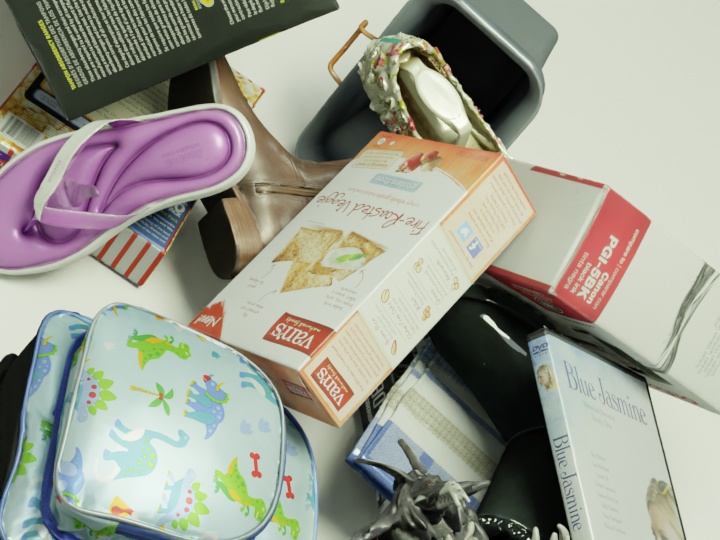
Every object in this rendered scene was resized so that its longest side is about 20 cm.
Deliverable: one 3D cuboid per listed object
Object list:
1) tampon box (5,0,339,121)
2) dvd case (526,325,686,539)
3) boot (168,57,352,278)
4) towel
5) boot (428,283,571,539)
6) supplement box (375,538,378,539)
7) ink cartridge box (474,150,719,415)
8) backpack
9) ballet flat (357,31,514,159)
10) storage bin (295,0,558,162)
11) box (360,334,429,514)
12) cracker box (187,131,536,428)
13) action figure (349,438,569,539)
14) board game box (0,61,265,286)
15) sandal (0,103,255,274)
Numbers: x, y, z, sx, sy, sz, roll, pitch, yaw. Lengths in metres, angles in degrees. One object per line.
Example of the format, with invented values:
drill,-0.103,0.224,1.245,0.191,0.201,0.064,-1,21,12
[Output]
tampon box,-0.138,-0.220,1.193,0.199,0.127,0.150,-22,38,1
dvd case,0.166,0.145,1.123,0.142,0.017,0.201,25,47,-50
boot,-0.032,-0.080,1.277,0.199,0.064,0.187,-4,77,-36
towel,0.085,0.111,1.221,0.147,0.024,0.200,41,47,-5
boot,0.104,0.121,1.162,0.198,0.073,0.163,41,44,-14
supplement box,-0.022,0.240,1.079,0.086,0.110,0.200,47,44,4
ink cartridge box,0.166,0.010,1.223,0.200,0.147,0.083,33,83,-35
backpack,-0.121,0.130,1.069,0.199,0.147,0.184,24,50,-23
ballet flat,0.070,-0.084,1.271,0.076,0.064,0.200,-42,98,-18
storage bin,0.055,-0.141,1.377,0.145,0.200,0.134,41,33,-1
box,0.096,0.108,1.293,0.199,0.050,0.158,8,53,-29
cracker box,0.000,0.000,1.151,0.200,0.134,0.058,-47,123,-20
action figure,0.071,0.184,1.038,0.119,0.102,0.201,-18,78,-43
board game box,-0.172,-0.104,1.282,0.151,0.046,0.200,35,45,-7
sandal,-0.169,-0.062,1.166,0.202,0.050,0.083,-24,86,2
